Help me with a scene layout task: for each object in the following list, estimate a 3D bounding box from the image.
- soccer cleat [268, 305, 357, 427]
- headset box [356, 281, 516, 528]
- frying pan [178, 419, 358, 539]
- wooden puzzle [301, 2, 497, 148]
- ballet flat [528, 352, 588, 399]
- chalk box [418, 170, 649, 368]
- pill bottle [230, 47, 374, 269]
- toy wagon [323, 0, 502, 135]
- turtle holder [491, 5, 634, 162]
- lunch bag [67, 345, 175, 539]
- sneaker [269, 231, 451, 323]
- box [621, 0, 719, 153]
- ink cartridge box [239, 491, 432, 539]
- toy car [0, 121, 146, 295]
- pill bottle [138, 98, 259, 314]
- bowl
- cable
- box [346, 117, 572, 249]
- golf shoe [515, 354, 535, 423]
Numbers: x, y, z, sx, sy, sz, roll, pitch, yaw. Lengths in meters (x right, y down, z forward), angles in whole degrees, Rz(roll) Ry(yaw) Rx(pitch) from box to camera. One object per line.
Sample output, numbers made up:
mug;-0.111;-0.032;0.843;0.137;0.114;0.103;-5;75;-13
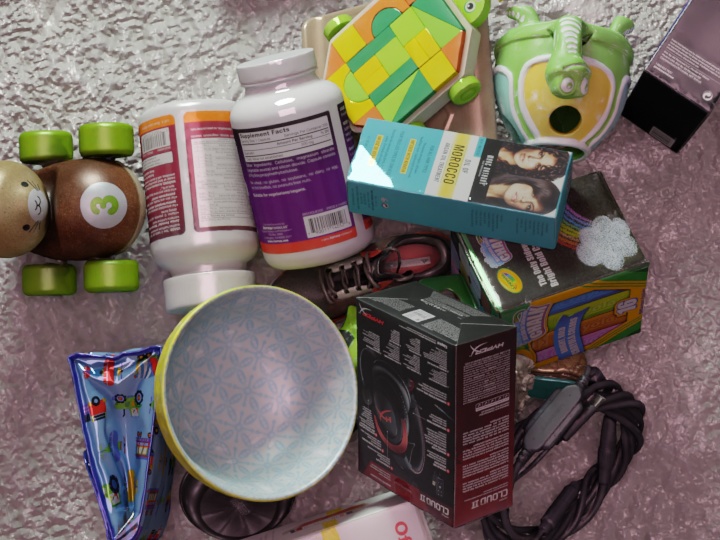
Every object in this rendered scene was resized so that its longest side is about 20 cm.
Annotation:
soccer cleat;-0.056;0.117;1.745;0.200;0.068;0.081;-40;61;9
headset box;0.067;0.129;1.615;0.075;0.149;0.200;-14;114;-34
frying pan;-0.083;0.214;1.726;0.190;0.031;0.115;-11;122;1
wooden puzzle;0.041;-0.181;1.765;0.200;0.046;0.186;-9;79;26
ballet flat;0.128;0.087;1.753;0.200;0.071;0.065;7;56;0
chalk box;0.157;0.012;1.690;0.200;0.124;0.125;-17;55;-8
pill bottle;-0.060;-0.108;1.709;0.112;0.112;0.200;-13;102;0
toy wagon;0.055;-0.220;1.715;0.200;0.040;0.155;-40;67;17
turtle holder;0.203;-0.179;1.712;0.141;0.185;0.132;11;80;-25
lunch bag;-0.215;0.179;1.701;0.094;0.151;0.200;-6;83;2
sneaker;0.000;0.000;1.749;0.200;0.082;0.077;-19;83;-1
box;0.327;-0.207;1.703;0.079;0.200;0.141;36;85;5
ink cartridge box;-0.019;0.309;1.702;0.200;0.083;0.145;-18;95;0
toy car;-0.319;-0.059;1.692;0.158;0.200;0.165;-4;88;33
pill bottle;-0.157;-0.061;1.748;0.109;0.110;0.200;-6;83;1
bowl;-0.114;0.116;1.657;0.200;0.108;0.201;4;82;-29
cable;0.190;0.190;1.695;0.051;0.163;0.200;35;86;41
box;0.093;-0.082;1.654;0.200;0.049;0.082;10;55;11
golf shoe;0.095;0.142;1.691;0.097;0.078;0.200;38;129;17
